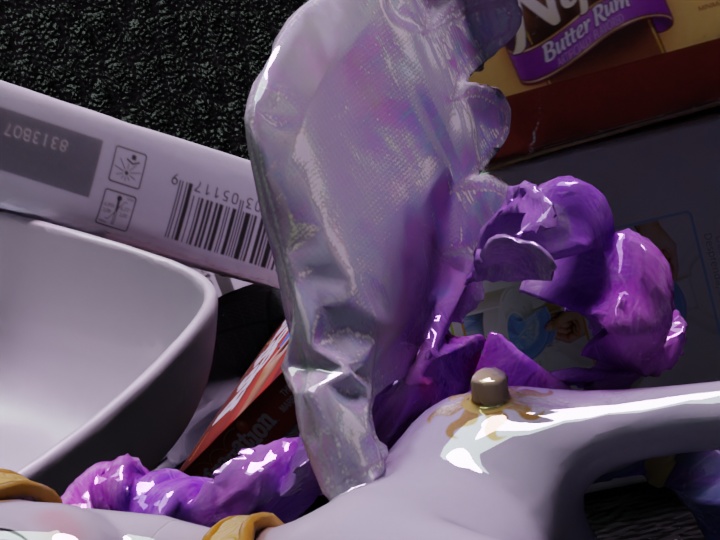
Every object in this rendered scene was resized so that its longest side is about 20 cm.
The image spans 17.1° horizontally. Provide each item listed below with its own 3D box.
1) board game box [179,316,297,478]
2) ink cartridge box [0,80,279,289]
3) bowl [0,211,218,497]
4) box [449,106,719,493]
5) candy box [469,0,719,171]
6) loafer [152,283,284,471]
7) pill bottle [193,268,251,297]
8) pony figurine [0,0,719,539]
[{"bbox_3d":[0.000,0.000,0.891,0.103,0.019,0.200,-47,6,41],"label":"board game box"},{"bbox_3d":[-0.129,-0.039,0.950,0.162,0.058,0.199,17,-8,-30],"label":"ink cartridge box"},{"bbox_3d":[-0.162,0.052,0.788,0.199,0.075,0.200,12,30,27],"label":"bowl"},{"bbox_3d":[0.094,0.003,0.743,0.198,0.102,0.112,-13,5,21],"label":"box"},{"bbox_3d":[0.084,-0.076,0.731,0.116,0.057,0.200,-15,6,4],"label":"candy box"},{"bbox_3d":[-0.091,0.066,0.919,0.199,0.072,0.063,-21,-30,-32],"label":"loafer"},{"bbox_3d":[-0.118,0.029,1.038,0.113,0.115,0.199,-11,6,40],"label":"pill bottle"},{"bbox_3d":[0.018,0.040,0.417,0.199,0.168,0.193,6,23,30],"label":"pony figurine"}]
